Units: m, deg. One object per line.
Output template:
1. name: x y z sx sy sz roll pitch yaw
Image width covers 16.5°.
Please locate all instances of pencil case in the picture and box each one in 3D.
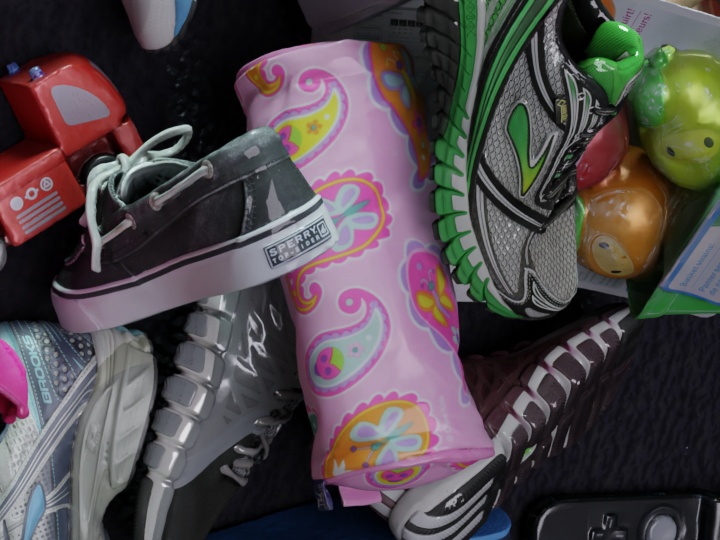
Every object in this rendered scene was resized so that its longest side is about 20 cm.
1. pencil case: 0.000 0.000 1.084 0.087 0.087 0.201 -8 82 -27

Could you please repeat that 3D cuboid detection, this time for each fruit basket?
1. fruit basket: 0.116 -0.050 1.139 0.199 0.094 0.185 10 136 -21

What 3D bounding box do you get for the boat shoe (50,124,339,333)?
1. boat shoe: -0.084 -0.021 1.053 0.073 0.199 0.068 -29 98 -27

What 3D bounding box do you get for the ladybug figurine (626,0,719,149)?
1. ladybug figurine: 0.175 -0.084 1.262 0.135 0.072 0.201 -23 109 -21

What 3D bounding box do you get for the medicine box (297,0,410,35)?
1. medicine box: 0.043 -0.231 1.121 0.200 0.103 0.183 -26 95 -22

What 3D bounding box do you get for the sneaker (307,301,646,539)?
1. sneaker: 0.050 0.049 1.218 0.200 0.115 0.076 -36 152 -43

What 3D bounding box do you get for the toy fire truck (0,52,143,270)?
1. toy fire truck: -0.203 -0.057 1.076 0.200 0.049 0.141 -34 113 -19

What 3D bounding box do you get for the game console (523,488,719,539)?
1. game console: 0.176 0.224 1.297 0.172 0.119 0.201 1 99 -29

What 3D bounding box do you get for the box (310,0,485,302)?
1. box: 0.043 -0.084 1.213 0.144 0.036 0.201 1 100 -28

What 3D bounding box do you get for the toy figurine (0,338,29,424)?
1. toy figurine: -0.202 0.096 1.014 0.200 0.150 0.185 -6 88 -32

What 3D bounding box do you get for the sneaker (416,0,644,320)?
1. sneaker: 0.075 -0.062 1.043 0.078 0.085 0.200 -60 150 -49

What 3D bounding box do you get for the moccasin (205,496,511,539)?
1. moccasin: -0.023 0.155 1.209 0.199 0.080 0.068 -9 109 -12

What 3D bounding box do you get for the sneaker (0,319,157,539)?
1. sneaker: -0.158 0.117 1.131 0.086 0.078 0.201 14 87 -17

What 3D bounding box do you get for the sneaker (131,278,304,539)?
1. sneaker: -0.030 0.058 1.142 0.115 0.075 0.201 16 90 1

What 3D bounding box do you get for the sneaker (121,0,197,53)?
1. sneaker: -0.129 -0.188 1.087 0.086 0.075 0.201 -19 101 -16
